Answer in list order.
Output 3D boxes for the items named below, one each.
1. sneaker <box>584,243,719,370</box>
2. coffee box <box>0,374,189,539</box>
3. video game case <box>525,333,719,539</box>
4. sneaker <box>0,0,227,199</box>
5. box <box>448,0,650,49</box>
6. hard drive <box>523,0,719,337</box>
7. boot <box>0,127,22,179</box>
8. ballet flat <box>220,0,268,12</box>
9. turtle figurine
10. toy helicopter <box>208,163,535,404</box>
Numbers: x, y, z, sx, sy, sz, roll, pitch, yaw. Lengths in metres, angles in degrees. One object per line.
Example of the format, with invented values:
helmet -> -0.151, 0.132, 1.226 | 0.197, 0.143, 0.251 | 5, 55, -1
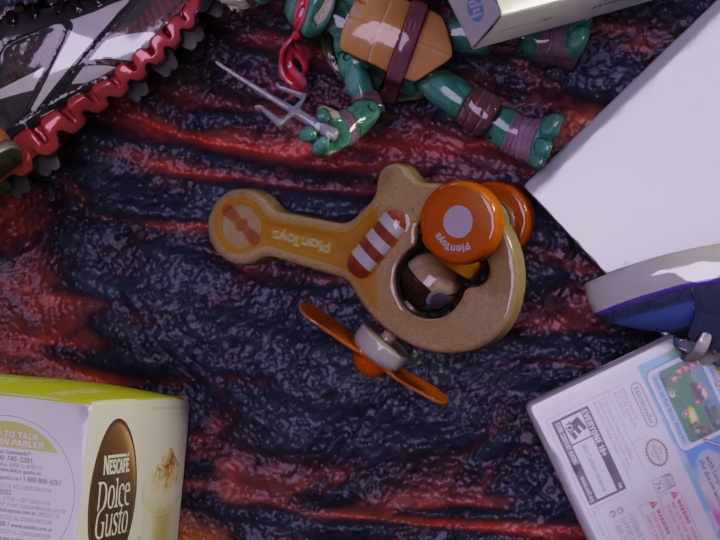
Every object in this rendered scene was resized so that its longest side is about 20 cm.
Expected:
sneaker -> 0.227, 0.058, 0.982 | 0.198, 0.081, 0.148 | -7, 85, -3
coffee box -> -0.221, 0.157, 1.030 | 0.198, 0.200, 0.200 | 5, 87, 10
video game case -> 0.216, 0.127, 1.036 | 0.181, 0.024, 0.202 | -25, 89, 3
sneaker -> -0.168, -0.135, 1.096 | 0.200, 0.071, 0.098 | -38, 100, 6
box -> 0.088, -0.234, 1.033 | 0.155, 0.041, 0.201 | -18, 74, -30
hard drive -> 0.211, -0.070, 1.062 | 0.200, 0.026, 0.132 | -44, 81, 4
boot -> -0.286, -0.121, 1.052 | 0.068, 0.188, 0.201 | -37, 104, -20
ballet flat -> -0.062, -0.243, 1.008 | 0.071, 0.072, 0.202 | 19, 110, 10
turtle figurine -> 0.026, -0.134, 1.059 | 0.198, 0.101, 0.151 | 18, 100, -2
toy helicopter -> 0.000, 0.000, 1.080 | 0.198, 0.079, 0.134 | 13, 98, 20
